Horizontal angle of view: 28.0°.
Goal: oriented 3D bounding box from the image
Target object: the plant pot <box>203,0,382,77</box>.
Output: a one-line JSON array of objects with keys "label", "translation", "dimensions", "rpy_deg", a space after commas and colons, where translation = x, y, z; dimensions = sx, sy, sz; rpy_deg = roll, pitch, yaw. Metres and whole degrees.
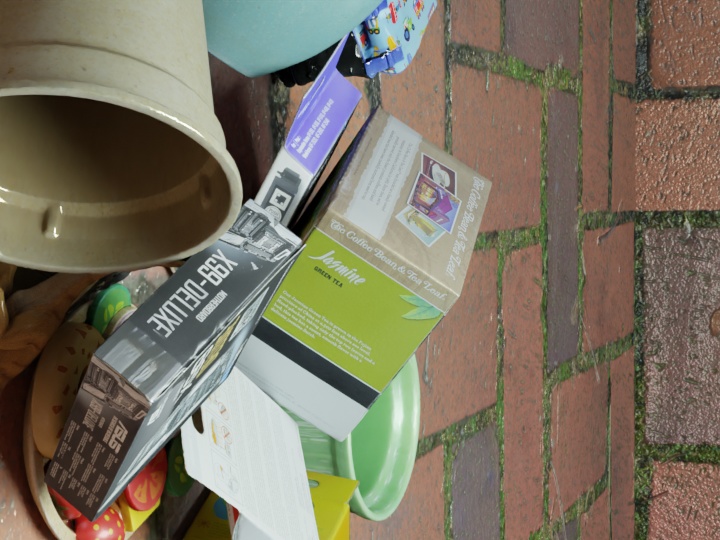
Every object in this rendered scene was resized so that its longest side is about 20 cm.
[{"label": "plant pot", "translation": [-0.088, -0.239, 1.176], "dimensions": [0.135, 0.200, 0.200], "rpy_deg": [-54, 158, 7]}]

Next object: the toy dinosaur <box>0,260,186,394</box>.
[{"label": "toy dinosaur", "translation": [-0.217, 0.028, 0.940], "dimensions": [0.200, 0.060, 0.106], "rpy_deg": [-47, 113, -3]}]

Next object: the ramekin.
[{"label": "ramekin", "translation": [-0.018, 0.145, 1.442], "dimensions": [0.200, 0.097, 0.202], "rpy_deg": [1, 90, -68]}]

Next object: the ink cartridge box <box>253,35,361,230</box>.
[{"label": "ink cartridge box", "translation": [-0.053, -0.092, 1.249], "dimensions": [0.201, 0.043, 0.198], "rpy_deg": [-62, -178, 29]}]

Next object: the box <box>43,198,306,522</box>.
[{"label": "box", "translation": [-0.126, 0.063, 0.949], "dimensions": [0.158, 0.050, 0.200], "rpy_deg": [-48, 175, -37]}]

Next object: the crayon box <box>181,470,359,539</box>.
[{"label": "crayon box", "translation": [-0.087, 0.248, 1.231], "dimensions": [0.200, 0.126, 0.051], "rpy_deg": [-58, 153, -50]}]

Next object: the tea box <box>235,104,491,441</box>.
[{"label": "tea box", "translation": [0.000, 0.000, 1.260], "dimensions": [0.197, 0.133, 0.200], "rpy_deg": [-52, -172, 32]}]

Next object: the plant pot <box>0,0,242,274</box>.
[{"label": "plant pot", "translation": [-0.167, -0.126, 0.853], "dimensions": [0.201, 0.199, 0.185], "rpy_deg": [52, 32, -57]}]

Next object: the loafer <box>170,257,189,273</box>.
[{"label": "loafer", "translation": [-0.153, -0.061, 1.147], "dimensions": [0.200, 0.071, 0.063], "rpy_deg": [64, 41, -53]}]

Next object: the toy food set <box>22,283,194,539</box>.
[{"label": "toy food set", "translation": [-0.186, 0.113, 1.090], "dimensions": [0.198, 0.048, 0.202], "rpy_deg": [-46, 132, -59]}]

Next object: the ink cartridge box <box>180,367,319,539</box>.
[{"label": "ink cartridge box", "translation": [-0.105, 0.149, 1.141], "dimensions": [0.200, 0.050, 0.163], "rpy_deg": [45, 23, -44]}]

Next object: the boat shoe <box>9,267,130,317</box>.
[{"label": "boat shoe", "translation": [-0.190, -0.016, 1.032], "dimensions": [0.200, 0.073, 0.065], "rpy_deg": [-53, 154, -34]}]

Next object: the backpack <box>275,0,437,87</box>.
[{"label": "backpack", "translation": [-0.022, -0.301, 1.374], "dimensions": [0.183, 0.133, 0.201], "rpy_deg": [-63, 144, -48]}]
